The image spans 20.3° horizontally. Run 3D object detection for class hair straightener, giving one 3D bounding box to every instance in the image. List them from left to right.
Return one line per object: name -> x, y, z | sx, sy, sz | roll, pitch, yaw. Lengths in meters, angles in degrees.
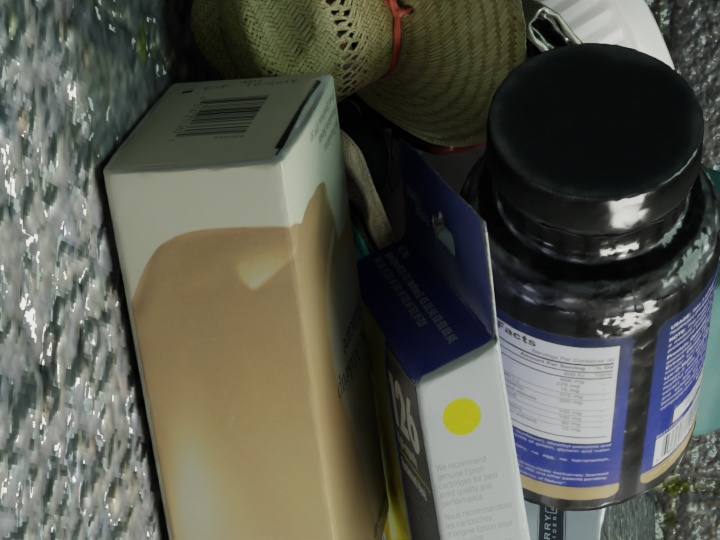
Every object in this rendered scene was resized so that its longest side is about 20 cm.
hair straightener -> 0.026, -0.108, 1.054 | 0.200, 0.041, 0.078 | -130, -153, -77

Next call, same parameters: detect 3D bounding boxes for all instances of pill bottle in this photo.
pill bottle -> 0.096, 0.005, 0.858 | 0.201, 0.111, 0.112 | 87, 10, -50

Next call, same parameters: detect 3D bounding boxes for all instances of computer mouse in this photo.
computer mouse -> -0.015, -0.104, 1.015 | 0.201, 0.034, 0.059 | 72, 22, -49

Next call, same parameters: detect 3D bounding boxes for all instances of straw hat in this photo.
straw hat -> -0.025, -0.112, 0.840 | 0.085, 0.201, 0.202 | -37, 137, -22

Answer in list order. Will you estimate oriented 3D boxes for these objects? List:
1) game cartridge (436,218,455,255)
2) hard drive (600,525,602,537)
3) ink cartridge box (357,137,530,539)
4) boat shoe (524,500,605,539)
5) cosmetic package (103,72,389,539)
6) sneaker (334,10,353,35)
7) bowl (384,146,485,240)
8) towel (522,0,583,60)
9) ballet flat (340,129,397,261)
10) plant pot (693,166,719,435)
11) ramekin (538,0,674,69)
game cartridge -> 0.067, 0.025, 1.040 | 0.200, 0.041, 0.134 | -38, 124, -68
hard drive -> 0.065, 0.210, 1.093 | 0.135, 0.042, 0.200 | -41, 159, -26
ink cartridge box -> 0.029, 0.060, 0.848 | 0.198, 0.047, 0.202 | -123, -159, -75
boat shoe -> 0.086, 0.118, 0.960 | 0.068, 0.071, 0.201 | 121, -22, -59
cosmetic package -> -0.040, 0.033, 0.802 | 0.105, 0.071, 0.201 | -68, 153, -63
sneaker -> 0.001, -0.153, 0.973 | 0.201, 0.070, 0.076 | -112, -150, -49
bowl -> 0.053, 0.034, 1.201 | 0.201, 0.074, 0.201 | -74, 158, -51
towel -> 0.091, -0.086, 1.042 | 0.193, 0.035, 0.200 | 45, -5, -30
ballet flat -> 0.000, 0.000, 1.001 | 0.201, 0.068, 0.068 | 74, 12, -51
plant pot -> 0.182, 0.021, 1.254 | 0.200, 0.140, 0.142 | -30, 138, -65
ramekin -> 0.102, -0.143, 1.234 | 0.203, 0.094, 0.202 | 57, -6, 10
